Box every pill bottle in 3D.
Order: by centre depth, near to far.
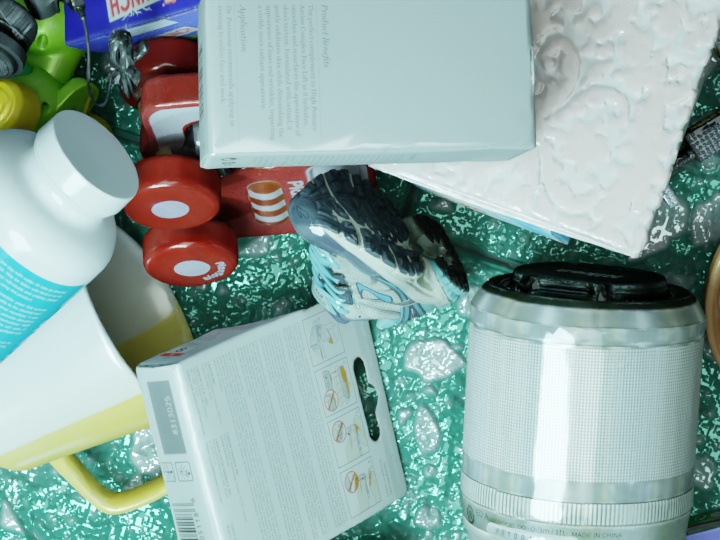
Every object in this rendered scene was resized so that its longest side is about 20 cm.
[{"bbox_3d":[-0.230,-0.013,1.221,0.200,0.111,0.111,-39,94,25],"label":"pill bottle"}]

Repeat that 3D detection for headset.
[{"bbox_3d":[-0.218,-0.177,1.221,0.200,0.094,0.124,38,73,8],"label":"headset"}]

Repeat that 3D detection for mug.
[{"bbox_3d":[-0.206,0.080,1.341,0.152,0.149,0.188,-28,80,15],"label":"mug"}]

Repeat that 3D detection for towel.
[{"bbox_3d":[0.122,-0.130,1.227,0.190,0.032,0.201,21,90,8],"label":"towel"}]

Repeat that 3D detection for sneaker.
[{"bbox_3d":[0.000,0.000,1.299,0.086,0.200,0.078,-34,61,16],"label":"sneaker"}]

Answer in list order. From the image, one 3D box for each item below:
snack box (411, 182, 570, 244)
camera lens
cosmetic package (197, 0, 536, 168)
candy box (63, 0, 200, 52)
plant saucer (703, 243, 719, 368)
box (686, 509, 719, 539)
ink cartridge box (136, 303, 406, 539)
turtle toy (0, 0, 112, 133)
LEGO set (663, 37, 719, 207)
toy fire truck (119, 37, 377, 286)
[{"bbox_3d":[0.121,-0.131,1.280,0.116,0.037,0.201,22,89,31],"label":"snack box"},{"bbox_3d":[0.149,0.101,1.311,0.159,0.160,0.202,3,98,3],"label":"camera lens"},{"bbox_3d":[0.002,-0.116,1.171,0.198,0.074,0.103,-1,87,-8],"label":"cosmetic package"},{"bbox_3d":[-0.120,-0.253,1.262,0.168,0.077,0.202,-6,82,44],"label":"candy box"},{"bbox_3d":[0.330,0.011,1.325,0.198,0.038,0.202,-2,116,-3],"label":"plant saucer"},{"bbox_3d":[0.290,0.270,1.384,0.116,0.048,0.202,-15,98,6],"label":"box"},{"bbox_3d":[-0.057,0.112,1.333,0.050,0.200,0.164,-8,100,37],"label":"ink cartridge box"},{"bbox_3d":[-0.244,-0.110,1.329,0.101,0.146,0.200,44,98,19],"label":"turtle toy"},{"bbox_3d":[0.193,-0.107,1.302,0.199,0.116,0.155,-24,96,6],"label":"LEGO set"},{"bbox_3d":[-0.071,-0.076,1.291,0.166,0.200,0.113,-6,64,1],"label":"toy fire truck"}]
